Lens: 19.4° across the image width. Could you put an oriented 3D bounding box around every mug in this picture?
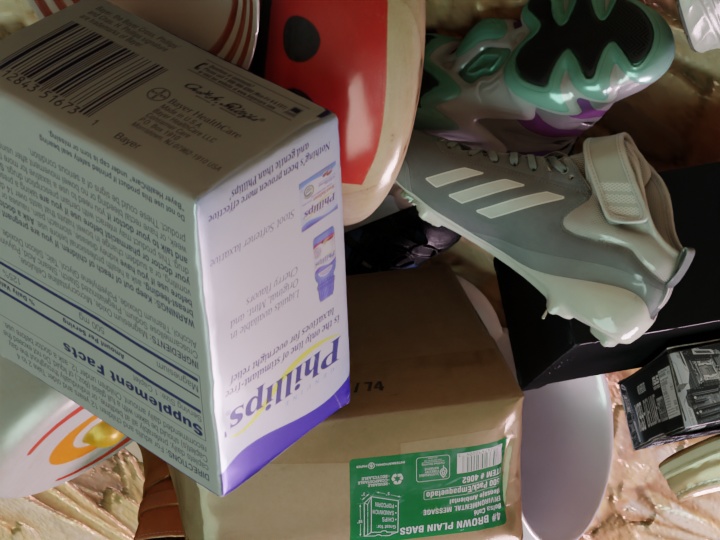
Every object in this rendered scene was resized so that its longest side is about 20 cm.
[{"bbox_3d":[0.057,0.090,1.448,0.175,0.148,0.200,0,116,34],"label":"mug"}]

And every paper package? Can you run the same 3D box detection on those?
[{"bbox_3d":[-0.019,0.088,1.261,0.200,0.191,0.104,-6,117,-10],"label":"paper package"}]

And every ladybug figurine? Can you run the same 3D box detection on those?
[{"bbox_3d":[-0.022,-0.118,1.120,0.072,0.136,0.200,-5,115,-28],"label":"ladybug figurine"}]

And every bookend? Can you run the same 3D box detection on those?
[{"bbox_3d":[0.198,0.001,1.278,0.200,0.092,0.199,-10,170,-6],"label":"bookend"}]

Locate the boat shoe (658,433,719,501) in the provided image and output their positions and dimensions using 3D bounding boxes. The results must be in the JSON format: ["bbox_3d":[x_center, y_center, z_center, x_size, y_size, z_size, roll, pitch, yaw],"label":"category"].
[{"bbox_3d":[0.276,0.113,1.229,0.200,0.069,0.074,-15,171,14],"label":"boat shoe"}]

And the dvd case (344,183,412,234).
[{"bbox_3d":[-0.071,-0.064,1.262,0.200,0.018,0.143,24,150,-37],"label":"dvd case"}]

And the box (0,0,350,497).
[{"bbox_3d":[-0.108,-0.015,1.124,0.184,0.105,0.200,29,137,32],"label":"box"}]

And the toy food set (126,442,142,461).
[{"bbox_3d":[-0.085,0.130,1.622,0.200,0.060,0.143,41,138,-25],"label":"toy food set"}]

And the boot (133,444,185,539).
[{"bbox_3d":[-0.134,0.136,1.475,0.200,0.155,0.074,4,136,18],"label":"boot"}]

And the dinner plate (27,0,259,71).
[{"bbox_3d":[-0.122,-0.176,1.118,0.200,0.024,0.200,29,137,30],"label":"dinner plate"}]

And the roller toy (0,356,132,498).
[{"bbox_3d":[-0.202,0.059,1.395,0.200,0.140,0.182,-34,164,-6],"label":"roller toy"}]

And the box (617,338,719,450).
[{"bbox_3d":[0.253,0.067,1.302,0.158,0.050,0.200,-12,172,-2],"label":"box"}]

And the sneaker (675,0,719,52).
[{"bbox_3d":[0.186,-0.190,1.042,0.085,0.077,0.200,-11,149,15],"label":"sneaker"}]

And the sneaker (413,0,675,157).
[{"bbox_3d":[0.114,-0.088,1.211,0.200,0.078,0.140,-4,146,39],"label":"sneaker"}]

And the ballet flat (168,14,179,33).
[{"bbox_3d":[-0.112,-0.125,1.236,0.071,0.069,0.200,7,154,-27],"label":"ballet flat"}]

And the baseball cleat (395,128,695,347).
[{"bbox_3d":[0.093,-0.047,1.151,0.200,0.106,0.070,37,-167,17],"label":"baseball cleat"}]

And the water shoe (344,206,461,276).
[{"bbox_3d":[0.000,0.000,1.367,0.071,0.079,0.200,31,142,-28],"label":"water shoe"}]
